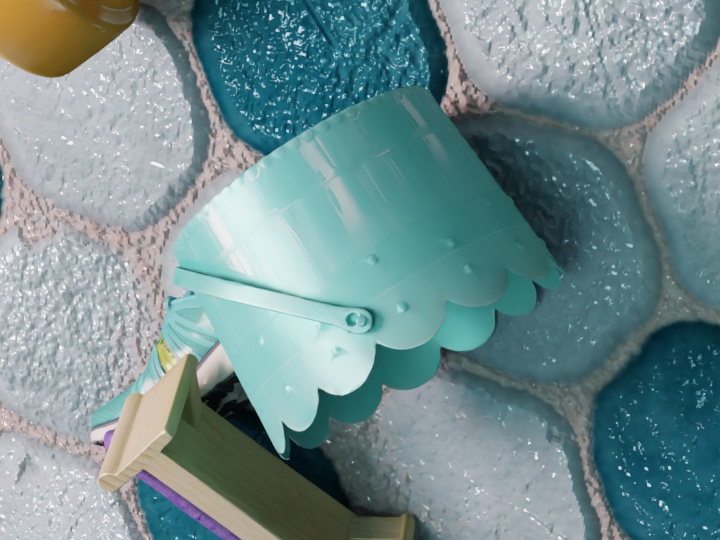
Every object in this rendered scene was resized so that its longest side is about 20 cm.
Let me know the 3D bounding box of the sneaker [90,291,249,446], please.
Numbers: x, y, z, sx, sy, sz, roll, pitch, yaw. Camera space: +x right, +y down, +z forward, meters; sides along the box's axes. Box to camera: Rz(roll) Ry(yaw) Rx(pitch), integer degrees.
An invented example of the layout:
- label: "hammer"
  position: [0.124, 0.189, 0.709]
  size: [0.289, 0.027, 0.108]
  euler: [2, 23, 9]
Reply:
- label: "sneaker"
  position: [-0.102, 0.053, 1.289]
  size: [0.200, 0.077, 0.080]
  euler: [-37, 67, 28]

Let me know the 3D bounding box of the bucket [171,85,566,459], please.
- label: "bucket"
  position: [0.000, 0.000, 1.131]
  size: [0.207, 0.207, 0.135]
  euler: [-39, 79, 32]

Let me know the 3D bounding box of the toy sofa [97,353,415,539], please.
- label: "toy sofa"
  position: [-0.070, 0.154, 1.240]
  size: [0.200, 0.083, 0.098]
  euler: [39, 121, -18]

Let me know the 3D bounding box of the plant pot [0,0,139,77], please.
- label: "plant pot"
  position: [-0.160, -0.244, 1.152]
  size: [0.183, 0.200, 0.200]
  euler: [-32, 89, 16]
